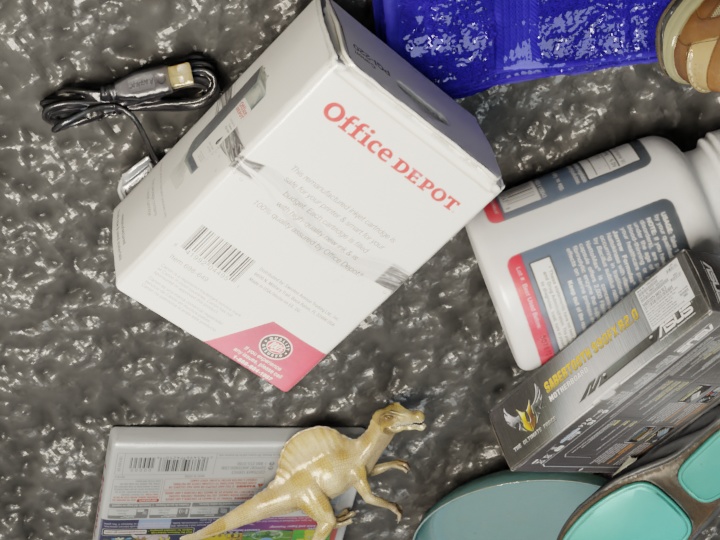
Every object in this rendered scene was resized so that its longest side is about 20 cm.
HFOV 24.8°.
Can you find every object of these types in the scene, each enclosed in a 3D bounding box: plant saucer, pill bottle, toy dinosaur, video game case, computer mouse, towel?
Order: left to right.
[{"bbox_3d":[-0.120,-0.047,1.053,0.109,0.044,0.201,-20,127,-1],"label":"computer mouse"},{"bbox_3d":[-0.106,0.192,1.270,0.198,0.023,0.183,2,128,-18],"label":"video game case"},{"bbox_3d":[-0.034,0.165,1.229,0.199,0.058,0.102,-30,116,0],"label":"toy dinosaur"},{"bbox_3d":[0.105,-0.173,1.003,0.198,0.050,0.149,-12,132,-5],"label":"towel"},{"bbox_3d":[0.140,0.211,1.320,0.198,0.028,0.201,0,141,0],"label":"plant saucer"},{"bbox_3d":[0.180,-0.021,1.103,0.198,0.120,0.120,-21,131,3],"label":"pill bottle"}]

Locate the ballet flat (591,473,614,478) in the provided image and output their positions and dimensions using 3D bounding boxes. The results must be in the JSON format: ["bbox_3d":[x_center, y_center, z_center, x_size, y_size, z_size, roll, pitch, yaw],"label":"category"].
[{"bbox_3d":[0.179,0.094,1.231,0.071,0.069,0.201,-32,135,-11],"label":"ballet flat"}]

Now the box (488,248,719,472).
[{"bbox_3d":[0.207,0.067,1.096,0.157,0.049,0.200,5,143,-40],"label":"box"}]

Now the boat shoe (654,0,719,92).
[{"bbox_3d":[0.272,-0.179,1.002,0.200,0.074,0.076,-46,132,0],"label":"boat shoe"}]

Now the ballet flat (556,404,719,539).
[{"bbox_3d":[0.219,0.144,1.120,0.073,0.073,0.200,31,120,-34],"label":"ballet flat"}]

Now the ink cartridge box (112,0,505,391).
[{"bbox_3d":[-0.034,-0.044,0.994,0.145,0.085,0.200,34,115,-31],"label":"ink cartridge box"}]
